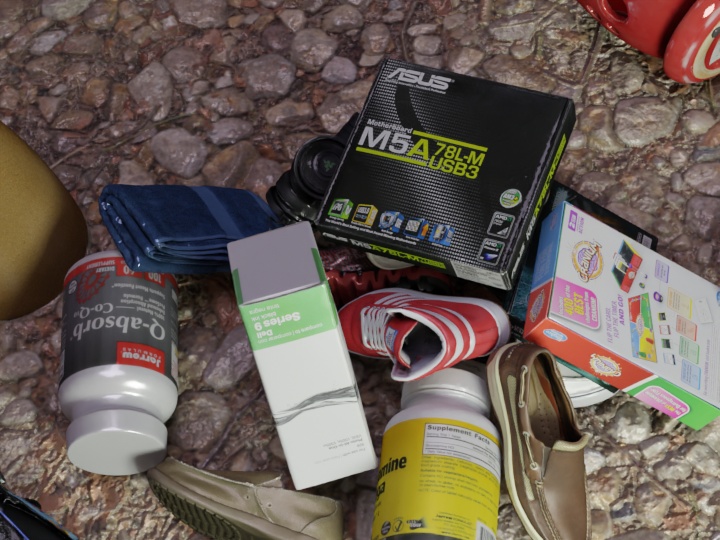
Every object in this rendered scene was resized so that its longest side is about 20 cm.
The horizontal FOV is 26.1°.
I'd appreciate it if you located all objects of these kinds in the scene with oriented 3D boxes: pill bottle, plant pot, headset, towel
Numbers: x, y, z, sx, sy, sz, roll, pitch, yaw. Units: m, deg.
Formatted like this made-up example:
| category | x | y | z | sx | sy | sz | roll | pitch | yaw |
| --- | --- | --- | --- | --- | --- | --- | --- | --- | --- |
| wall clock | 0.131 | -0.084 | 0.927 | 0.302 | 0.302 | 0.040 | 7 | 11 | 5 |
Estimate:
| category | x | y | z | sx | sy | sz | roll | pitch | yaw |
| --- | --- | --- | --- | --- | --- | --- | --- | --- | --- |
| pill bottle | 0.071 | 0.195 | 1.417 | 0.112 | 0.113 | 0.200 | 2 | 56 | 8 |
| plant pot | 0.354 | -0.318 | 1.677 | 0.200 | 0.201 | 0.183 | -36 | 68 | -16 |
| headset | -0.040 | -0.074 | 1.561 | 0.094 | 0.124 | 0.200 | 39 | 52 | -2 |
| pill bottle | -0.236 | 0.090 | 1.519 | 0.115 | 0.116 | 0.200 | -7 | 56 | 2 |
| plant pot | -0.398 | -0.078 | 1.598 | 0.186 | 0.200 | 0.187 | -4 | 57 | 5 |
| towel | -0.162 | -0.046 | 1.575 | 0.200 | 0.049 | 0.112 | -1 | 44 | -44 |

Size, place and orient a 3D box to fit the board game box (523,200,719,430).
| category | x | y | z | sx | sy | sz | roll | pitch | yaw |
| --- | --- | --- | --- | --- | --- | --- | --- | --- | --- |
| board game box | 0.255 | 0.041 | 1.468 | 0.200 | 0.040 | 0.153 | 28 | 47 | -14 |

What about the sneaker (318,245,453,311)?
| category | x | y | z | sx | sy | sz | roll | pitch | yaw |
| --- | --- | --- | --- | --- | --- | --- | --- | --- | --- |
| sneaker | 0.000 | 0.000 | 1.580 | 0.200 | 0.071 | 0.098 | 0 | 47 | 13 |

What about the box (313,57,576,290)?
| category | x | y | z | sx | sy | sz | roll | pitch | yaw |
| --- | --- | --- | --- | --- | --- | --- | --- | --- | --- |
| box | 0.081 | -0.095 | 1.475 | 0.199 | 0.048 | 0.194 | 16 | 72 | 21 |

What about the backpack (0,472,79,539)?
| category | x | y | z | sx | sy | sz | roll | pitch | yaw |
| --- | --- | --- | --- | --- | --- | --- | --- | --- | --- |
| backpack | -0.287 | 0.291 | 1.365 | 0.200 | 0.183 | 0.135 | 37 | 75 | 13 |

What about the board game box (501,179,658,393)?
| category | x | y | z | sx | sy | sz | roll | pitch | yaw |
| --- | --- | --- | --- | --- | --- | --- | --- | --- | --- |
| board game box | 0.215 | 0.010 | 1.517 | 0.135 | 0.028 | 0.200 | 29 | 47 | -7 |

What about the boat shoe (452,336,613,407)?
| category | x | y | z | sx | sy | sz | roll | pitch | yaw |
| --- | --- | --- | --- | --- | --- | --- | --- | --- | --- |
| boat shoe | 0.158 | 0.082 | 1.509 | 0.199 | 0.066 | 0.072 | 9 | 58 | 12 |

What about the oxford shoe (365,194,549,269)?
| category | x | y | z | sx | sy | sz | roll | pitch | yaw |
| --- | --- | --- | --- | --- | --- | --- | --- | --- | --- |
| oxford shoe | 0.097 | -0.058 | 1.507 | 0.200 | 0.075 | 0.058 | -23 | 18 | -6 |

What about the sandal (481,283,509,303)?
| category | x | y | z | sx | sy | sz | roll | pitch | yaw |
| --- | --- | --- | --- | --- | --- | --- | --- | --- | --- |
| sandal | 0.126 | -0.018 | 1.554 | 0.048 | 0.075 | 0.200 | -50 | 49 | 11 |

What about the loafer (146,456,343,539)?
| category | x | y | z | sx | sy | sz | roll | pitch | yaw |
| --- | --- | --- | --- | --- | --- | --- | --- | --- | --- |
| loafer | -0.103 | 0.218 | 1.449 | 0.200 | 0.076 | 0.068 | 22 | 61 | 8 |

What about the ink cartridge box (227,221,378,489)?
| category | x | y | z | sx | sy | sz | roll | pitch | yaw |
| --- | --- | --- | --- | --- | --- | --- | --- | --- | --- |
| ink cartridge box | -0.054 | 0.078 | 1.432 | 0.084 | 0.200 | 0.146 | -16 | 25 | -2 |

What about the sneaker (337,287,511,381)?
| category | x | y | z | sx | sy | sz | roll | pitch | yaw |
| --- | --- | --- | --- | --- | --- | --- | --- | --- | --- |
| sneaker | 0.029 | 0.059 | 1.453 | 0.200 | 0.071 | 0.112 | -3 | 7 | 40 |

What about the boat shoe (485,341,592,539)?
| category | x | y | z | sx | sy | sz | roll | pitch | yaw |
| --- | --- | --- | --- | --- | --- | --- | --- | --- | --- |
| boat shoe | 0.170 | 0.163 | 1.394 | 0.075 | 0.075 | 0.203 | -21 | 93 | -30 |
